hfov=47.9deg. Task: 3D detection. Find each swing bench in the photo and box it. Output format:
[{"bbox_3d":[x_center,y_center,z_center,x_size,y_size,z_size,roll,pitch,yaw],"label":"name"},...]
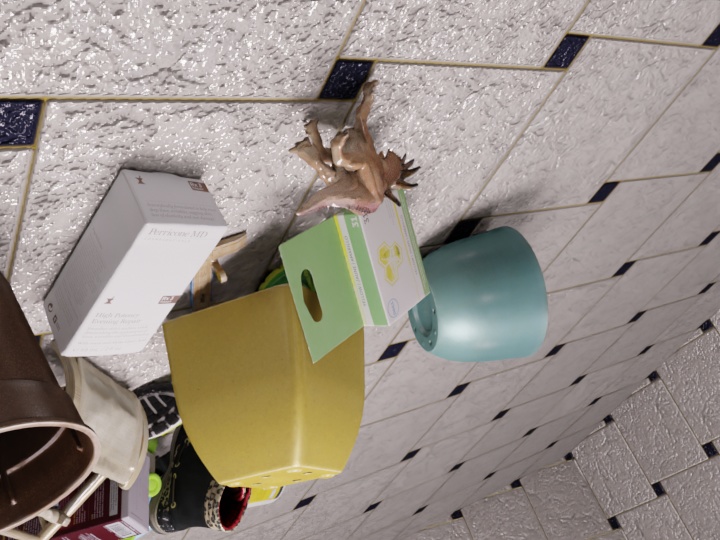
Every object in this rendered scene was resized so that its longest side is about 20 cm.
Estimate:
[{"bbox_3d":[-0.370,0.212,0.965,0.198,0.131,0.199,-31,152,-3],"label":"swing bench"}]

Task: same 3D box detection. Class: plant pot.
[{"bbox_3d":[-0.362,0.113,0.726,0.198,0.199,0.201,-26,152,-15],"label":"plant pot"},{"bbox_3d":[-0.105,0.157,0.994,0.192,0.203,0.195,-17,158,21],"label":"plant pot"},{"bbox_3d":[0.162,0.045,1.221,0.158,0.203,0.202,-9,148,-17],"label":"plant pot"}]

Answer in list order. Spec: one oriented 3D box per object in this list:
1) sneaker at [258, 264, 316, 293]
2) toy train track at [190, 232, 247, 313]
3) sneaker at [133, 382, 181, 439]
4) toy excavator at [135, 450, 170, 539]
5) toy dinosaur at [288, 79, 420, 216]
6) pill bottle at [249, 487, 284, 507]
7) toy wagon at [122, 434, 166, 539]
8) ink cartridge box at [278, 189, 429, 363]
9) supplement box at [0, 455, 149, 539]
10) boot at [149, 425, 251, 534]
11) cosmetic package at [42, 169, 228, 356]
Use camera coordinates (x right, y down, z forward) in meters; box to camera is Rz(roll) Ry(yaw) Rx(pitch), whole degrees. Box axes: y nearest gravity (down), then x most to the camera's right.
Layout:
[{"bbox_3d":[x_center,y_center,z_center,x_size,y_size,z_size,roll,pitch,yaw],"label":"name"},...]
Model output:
[{"bbox_3d":[-0.054,0.021,1.045,0.198,0.084,0.074,-31,154,7],"label":"sneaker"},{"bbox_3d":[-0.182,0.016,0.953,0.113,0.033,0.201,-21,152,-24],"label":"toy train track"},{"bbox_3d":[-0.248,0.189,1.132,0.198,0.075,0.081,-22,156,-17],"label":"sneaker"},{"bbox_3d":[-0.366,0.375,1.229,0.199,0.101,0.194,-29,178,-40],"label":"toy excavator"},{"bbox_3d":[0.002,-0.098,0.839,0.085,0.201,0.136,-18,121,27],"label":"toy dinosaur"},{"bbox_3d":[-0.225,0.353,1.386,0.112,0.113,0.199,-44,152,22],"label":"pill bottle"},{"bbox_3d":[-0.344,0.307,1.158,0.154,0.202,0.040,-7,139,45],"label":"toy wagon"},{"bbox_3d":[0.000,0.000,0.952,0.047,0.148,0.199,-4,-160,36],"label":"ink cartridge box"},{"bbox_3d":[-0.381,0.311,1.074,0.197,0.110,0.061,-16,142,7],"label":"supplement box"},{"bbox_3d":[-0.206,0.273,1.142,0.152,0.206,0.073,-11,138,39],"label":"boot"},{"bbox_3d":[-0.231,-0.003,0.823,0.101,0.075,0.200,0,140,-48],"label":"cosmetic package"}]
